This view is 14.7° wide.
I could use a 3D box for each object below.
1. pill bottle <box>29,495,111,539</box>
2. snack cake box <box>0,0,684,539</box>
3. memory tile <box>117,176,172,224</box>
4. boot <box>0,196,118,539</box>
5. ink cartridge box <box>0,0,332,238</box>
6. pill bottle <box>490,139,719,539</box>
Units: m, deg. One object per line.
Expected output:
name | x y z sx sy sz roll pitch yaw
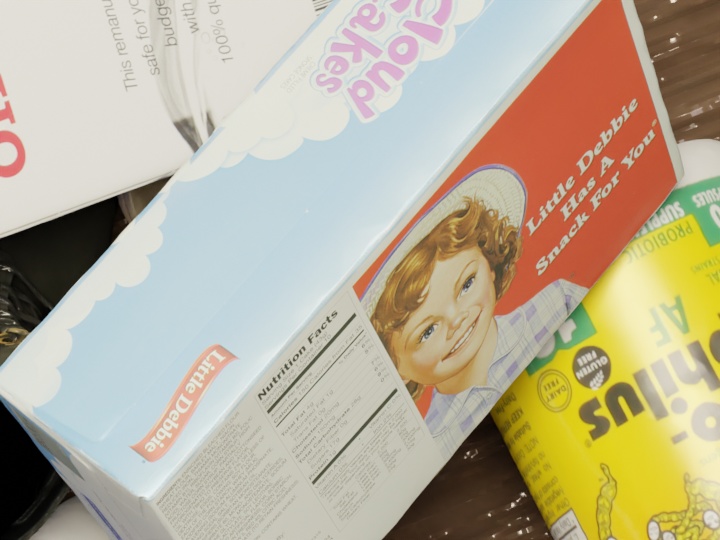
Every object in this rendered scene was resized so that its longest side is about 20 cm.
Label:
pill bottle | -0.048 0.169 0.863 0.114 0.114 0.200 -33 79 -8
snack cake box | 0.000 0.000 0.795 0.067 0.115 0.200 33 73 32
memory tile | -0.007 -0.103 0.936 0.199 0.017 0.154 -21 100 -21
boot | -0.103 0.020 0.869 0.077 0.138 0.201 35 61 -23
ink cartridge box | -0.065 -0.107 0.855 0.199 0.084 0.146 -21 101 -23
pill bottle | 0.116 0.070 0.890 0.112 0.113 0.201 -25 78 -7
